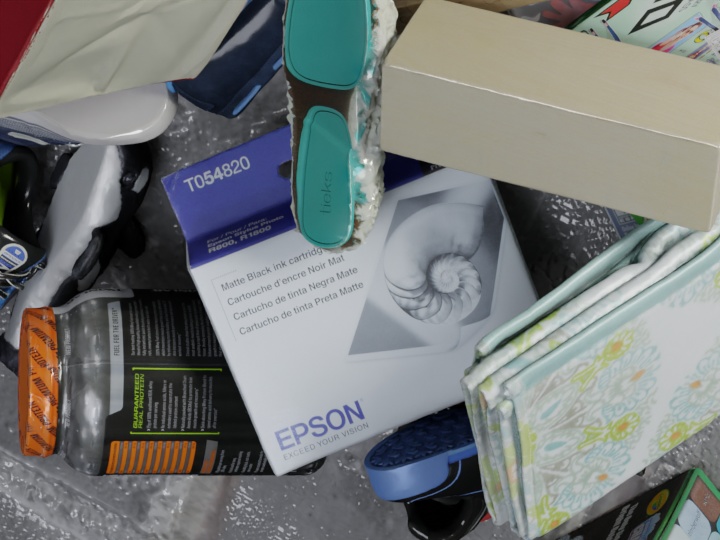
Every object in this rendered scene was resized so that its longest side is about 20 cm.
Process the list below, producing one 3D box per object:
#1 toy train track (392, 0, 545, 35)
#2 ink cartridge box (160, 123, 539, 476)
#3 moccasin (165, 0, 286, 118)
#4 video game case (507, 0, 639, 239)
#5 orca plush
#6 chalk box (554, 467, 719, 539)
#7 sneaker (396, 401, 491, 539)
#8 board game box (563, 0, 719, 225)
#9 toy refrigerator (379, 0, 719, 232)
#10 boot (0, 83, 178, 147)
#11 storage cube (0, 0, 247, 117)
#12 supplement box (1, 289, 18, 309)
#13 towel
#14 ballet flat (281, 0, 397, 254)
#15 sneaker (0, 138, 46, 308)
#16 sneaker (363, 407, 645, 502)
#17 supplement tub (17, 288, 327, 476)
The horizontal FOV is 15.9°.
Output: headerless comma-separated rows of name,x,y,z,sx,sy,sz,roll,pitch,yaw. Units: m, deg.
toy train track,0.038,-0.190,1.490,0.114,0.033,0.200,-10,142,30
ink cartridge box,0.000,0.000,1.599,0.199,0.041,0.201,-22,99,3
moccasin,-0.035,-0.171,1.564,0.200,0.081,0.068,-37,121,27
video game case,0.205,-0.117,1.516,0.199,0.023,0.183,-17,111,33
orca plush,-0.176,-0.008,1.738,0.071,0.105,0.201,13,106,-28
chalk box,0.198,0.223,1.665,0.200,0.125,0.124,-32,102,38
sneaker,0.061,0.096,1.670,0.070,0.098,0.201,16,124,21
board game box,0.202,-0.119,1.485,0.200,0.029,0.135,-36,99,36
toy refrigerator,0.117,-0.088,1.473,0.199,0.076,0.070,14,131,15
boot,-0.187,-0.112,1.665,0.199,0.073,0.090,15,169,29
storage cube,-0.163,-0.216,1.466,0.180,0.170,0.200,53,131,20
supplement box,-0.340,0.024,1.846,0.109,0.061,0.200,48,129,-8
towel,0.151,0.059,1.533,0.048,0.199,0.172,47,162,35
ballet flat,-0.009,-0.109,1.517,0.071,0.072,0.201,13,117,18
sneaker,-0.263,0.001,1.714,0.089,0.201,0.078,-1,162,42
sneaker,0.098,0.121,1.615,0.070,0.199,0.078,22,126,62
supplement tub,-0.121,0.073,1.681,0.199,0.123,0.123,2,126,-12
